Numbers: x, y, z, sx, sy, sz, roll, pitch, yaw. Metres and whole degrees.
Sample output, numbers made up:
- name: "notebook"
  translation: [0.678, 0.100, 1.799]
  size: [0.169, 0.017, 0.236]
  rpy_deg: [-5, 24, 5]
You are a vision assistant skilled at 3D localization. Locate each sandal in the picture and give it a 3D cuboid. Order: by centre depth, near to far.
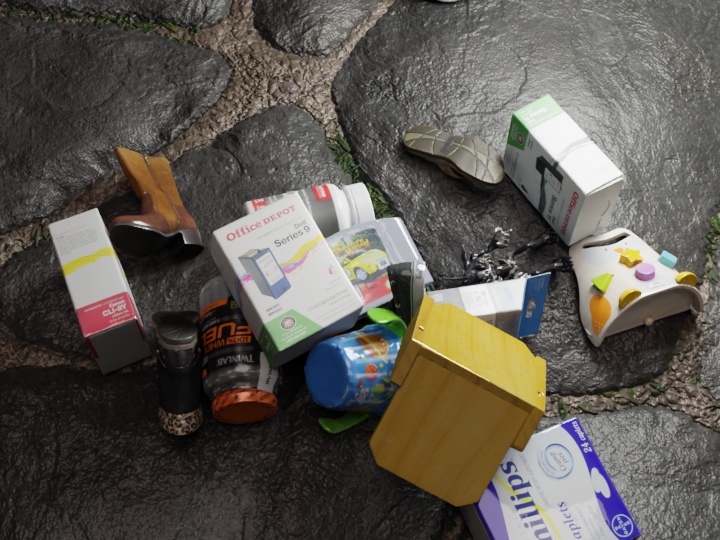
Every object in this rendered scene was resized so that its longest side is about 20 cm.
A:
- name: "sandal"
  translation: [0.162, -0.192, 1.575]
  size: [0.198, 0.055, 0.082]
  rpy_deg: [21, 57, 24]

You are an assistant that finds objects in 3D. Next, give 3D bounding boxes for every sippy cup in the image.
- name: "sippy cup"
  translation: [-0.006, 0.147, 1.308]
  size: [0.129, 0.138, 0.181]
  rpy_deg: [1, 86, -46]

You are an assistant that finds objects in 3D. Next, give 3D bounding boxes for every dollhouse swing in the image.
- name: "dollhouse swing"
  translation: [0.127, 0.182, 1.249]
  size: [0.198, 0.177, 0.182]
  rpy_deg: [27, 28, -1]

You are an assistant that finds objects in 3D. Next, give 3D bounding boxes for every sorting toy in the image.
- name: "sorting toy"
  translation: [0.434, 0.003, 1.478]
  size: [0.197, 0.108, 0.181]
  rpy_deg: [-16, 46, -12]

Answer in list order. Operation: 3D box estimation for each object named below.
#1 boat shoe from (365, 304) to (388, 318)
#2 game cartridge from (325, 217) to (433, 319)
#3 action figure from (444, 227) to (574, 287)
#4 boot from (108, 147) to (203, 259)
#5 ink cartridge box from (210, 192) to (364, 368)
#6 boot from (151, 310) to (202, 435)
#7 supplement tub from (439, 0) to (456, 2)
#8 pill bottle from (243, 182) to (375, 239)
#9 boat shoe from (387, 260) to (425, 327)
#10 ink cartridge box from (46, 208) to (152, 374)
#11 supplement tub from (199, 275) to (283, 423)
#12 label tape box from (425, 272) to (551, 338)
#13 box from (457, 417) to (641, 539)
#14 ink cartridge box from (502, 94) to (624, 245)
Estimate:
- name: "boat shoe"
  translation: [0.009, 0.031, 1.441]
  size: [0.197, 0.070, 0.073]
  rpy_deg: [11, 61, -5]
- name: "game cartridge"
  translation: [0.000, 0.000, 1.391]
  size: [0.198, 0.041, 0.134]
  rpy_deg: [-24, 75, -19]
- name: "action figure"
  translation: [0.237, -0.010, 1.456]
  size: [0.197, 0.102, 0.120]
  rpy_deg: [-19, 77, -15]
- name: "boot"
  translation: [-0.348, -0.121, 1.444]
  size: [0.187, 0.068, 0.202]
  rpy_deg: [2, 55, -50]
- name: "ink cartridge box"
  translation: [-0.108, 0.012, 1.298]
  size: [0.144, 0.088, 0.202]
  rpy_deg: [-26, 74, -20]
- name: "boot"
  translation: [-0.269, 0.144, 1.341]
  size: [0.072, 0.200, 0.153]
  rpy_deg: [-3, 100, -15]
- name: "supplement tub"
  translation: [0.165, -0.637, 1.759]
  size: [0.120, 0.123, 0.203]
  rpy_deg: [-5, 63, -6]
- name: "pill bottle"
  translation: [-0.081, -0.075, 1.460]
  size: [0.197, 0.114, 0.115]
  rpy_deg: [-14, 64, -10]
- name: "boat shoe"
  translation: [0.066, 0.058, 1.355]
  size: [0.056, 0.202, 0.069]
  rpy_deg: [2, 47, 2]
- name: "ink cartridge box"
  translation: [-0.393, 0.031, 1.368]
  size: [0.082, 0.146, 0.202]
  rpy_deg: [-21, 66, -13]
- name: "supplement tub"
  translation: [-0.178, 0.117, 1.351]
  size: [0.120, 0.123, 0.203]
  rpy_deg: [-5, 63, -6]
- name: "label tape box"
  translation: [0.196, 0.088, 1.372]
  size: [0.196, 0.146, 0.064]
  rpy_deg: [-9, 47, -8]
- name: "box"
  translation: [0.255, 0.339, 1.274]
  size: [0.197, 0.105, 0.186]
  rpy_deg: [-21, 65, -13]
- name: "ink cartridge box"
  translation: [0.331, -0.164, 1.504]
  size: [0.082, 0.147, 0.201]
  rpy_deg: [-26, 60, -16]
